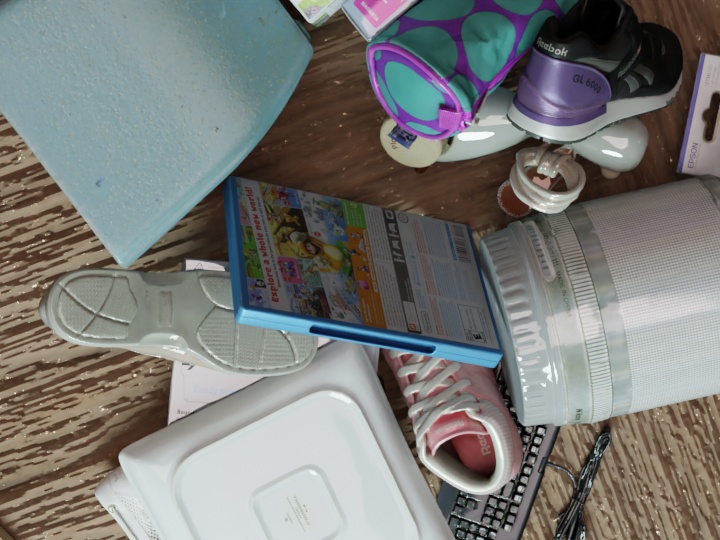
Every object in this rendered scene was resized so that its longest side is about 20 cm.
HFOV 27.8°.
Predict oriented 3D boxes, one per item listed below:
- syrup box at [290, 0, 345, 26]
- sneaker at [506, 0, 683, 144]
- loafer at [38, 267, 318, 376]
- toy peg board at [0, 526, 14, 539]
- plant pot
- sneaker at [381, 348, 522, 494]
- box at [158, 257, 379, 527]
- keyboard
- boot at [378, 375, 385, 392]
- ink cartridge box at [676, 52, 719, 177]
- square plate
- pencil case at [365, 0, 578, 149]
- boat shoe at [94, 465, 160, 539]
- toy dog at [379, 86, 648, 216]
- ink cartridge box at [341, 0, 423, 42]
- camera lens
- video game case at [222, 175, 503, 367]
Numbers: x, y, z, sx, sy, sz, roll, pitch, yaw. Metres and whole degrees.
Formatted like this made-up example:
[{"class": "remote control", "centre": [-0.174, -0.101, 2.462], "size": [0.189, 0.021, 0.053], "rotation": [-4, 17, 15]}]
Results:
[{"class": "syrup box", "centre": [-0.029, -0.228, 1.027], "size": [0.081, 0.200, 0.079], "rotation": [-40, 97, 6]}, {"class": "sneaker", "centre": [0.184, -0.159, 1.036], "size": [0.076, 0.200, 0.088], "rotation": [28, 126, 25]}, {"class": "loafer", "centre": [-0.130, 0.034, 1.038], "size": [0.199, 0.063, 0.072], "rotation": [10, 82, -24]}, {"class": "toy peg board", "centre": [-0.348, 0.307, 1.167], "size": [0.199, 0.098, 0.200], "rotation": [-44, 96, 7]}, {"class": "plant pot", "centre": [-0.144, -0.145, 1.054], "size": [0.200, 0.196, 0.197], "rotation": [-37, 96, 0]}, {"class": "sneaker", "centre": [0.062, 0.082, 1.114], "size": [0.075, 0.105, 0.201], "rotation": [-29, 90, 12]}, {"class": "box", "centre": [-0.067, 0.096, 1.096], "size": [0.155, 0.041, 0.201], "rotation": [5, 91, -8]}, {"class": "keyboard", "centre": [0.139, 0.153, 1.173], "size": [0.127, 0.021, 0.201], "rotation": [17, 99, -1]}, {"class": "boot", "centre": [-0.059, 0.166, 1.153], "size": [0.199, 0.068, 0.131], "rotation": [-12, 96, 1]}, {"class": "ink cartridge box", "centre": [0.347, -0.105, 1.121], "size": [0.199, 0.037, 0.095], "rotation": [10, 98, -3]}, {"class": "square plate", "centre": [-0.047, 0.178, 1.067], "size": [0.198, 0.028, 0.201], "rotation": [-26, 95, -7]}, {"class": "pencil case", "centre": [0.093, -0.172, 1.043], "size": [0.092, 0.085, 0.200], "rotation": [43, 59, 7]}, {"class": "boat shoe", "centre": [-0.143, 0.242, 1.170], "size": [0.069, 0.071, 0.200], "rotation": [-32, 89, 8]}, {"class": "toy dog", "centre": [0.105, -0.093, 1.095], "size": [0.200, 0.096, 0.132], "rotation": [32, 57, 24]}, {"class": "ink cartridge box", "centre": [0.075, -0.242, 1.063], "size": [0.200, 0.119, 0.042], "rotation": [-39, 91, 7]}, {"class": "camera lens", "centre": [0.201, 0.023, 1.076], "size": [0.199, 0.160, 0.161], "rotation": [-12, 98, -1]}, {"class": "video game case", "centre": [0.000, 0.000, 1.069], "size": [0.199, 0.143, 0.018], "rotation": [11, 131, -19]}]
